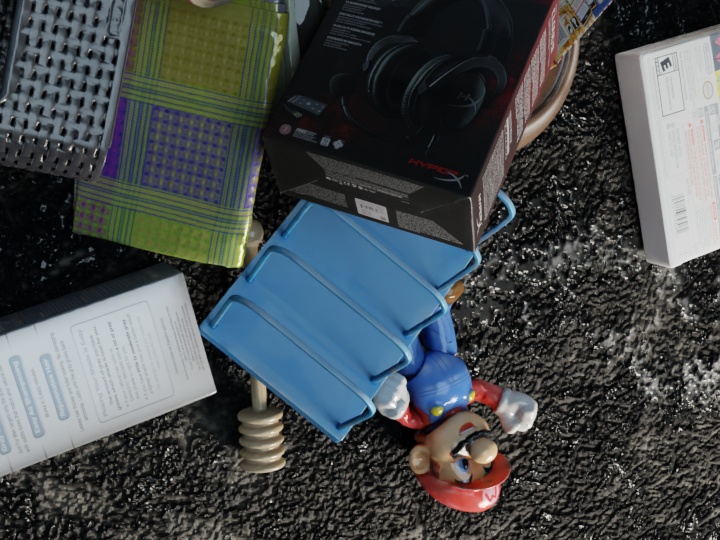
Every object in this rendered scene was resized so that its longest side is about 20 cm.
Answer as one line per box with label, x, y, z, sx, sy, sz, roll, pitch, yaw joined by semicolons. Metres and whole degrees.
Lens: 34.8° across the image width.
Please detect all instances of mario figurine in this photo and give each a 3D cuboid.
mario figurine;0.081;0.108;0.957;0.123;0.106;0.201;-16;100;8

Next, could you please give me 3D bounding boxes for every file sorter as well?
file sorter;0.000;0.000;0.854;0.139;0.123;0.200;38;69;-3

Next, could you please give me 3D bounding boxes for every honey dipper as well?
honey dipper;-0.085;0.060;0.917;0.038;0.038;0.202;-7;99;-23

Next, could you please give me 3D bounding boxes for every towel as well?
towel;-0.131;-0.110;0.818;0.143;0.023;0.201;13;106;9

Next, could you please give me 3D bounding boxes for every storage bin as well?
storage bin;-0.214;-0.137;0.729;0.093;0.200;0.136;10;95;-26

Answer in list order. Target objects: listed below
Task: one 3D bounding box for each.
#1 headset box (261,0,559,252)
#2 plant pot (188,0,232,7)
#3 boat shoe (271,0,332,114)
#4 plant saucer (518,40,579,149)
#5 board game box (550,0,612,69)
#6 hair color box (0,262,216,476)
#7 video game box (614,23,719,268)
headset box;0.043;-0.132;0.791;0.148;0.077;0.201;18;67;16
plant pot;-0.118;-0.274;0.717;0.200;0.200;0.179;-42;81;-13
boat shoe;-0.053;-0.207;0.829;0.060;0.071;0.203;-8;103;-56
plant saucer;0.107;-0.192;0.963;0.199;0.032;0.202;-4;101;-23
board game box;0.109;-0.262;0.885;0.201;0.046;0.152;54;45;-11
hair color box;-0.217;0.074;0.843;0.199;0.061;0.100;-20;106;-21
video game box;0.334;-0.126;1.069;0.181;0.047;0.201;-18;106;-19
